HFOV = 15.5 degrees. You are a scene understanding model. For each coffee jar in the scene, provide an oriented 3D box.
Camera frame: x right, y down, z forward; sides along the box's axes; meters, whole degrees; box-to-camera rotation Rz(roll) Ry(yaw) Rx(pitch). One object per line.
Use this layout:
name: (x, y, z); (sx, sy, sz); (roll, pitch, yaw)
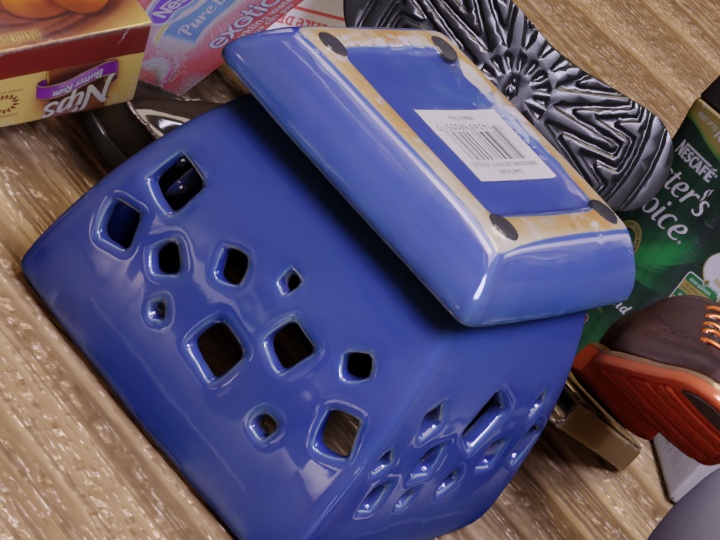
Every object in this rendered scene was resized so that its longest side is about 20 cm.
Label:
coffee jar: (0.193, -0.019, 1.514); (0.085, 0.200, 0.104); (34, 9, -31)

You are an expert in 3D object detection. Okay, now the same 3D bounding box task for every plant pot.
plant pot: (0.000, 0.000, 1.226); (0.200, 0.180, 0.200); (47, 24, 19)

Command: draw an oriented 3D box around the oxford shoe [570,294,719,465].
oxford shoe: (0.155, 0.042, 1.271); (0.071, 0.073, 0.200); (46, -5, -10)

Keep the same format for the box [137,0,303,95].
box: (-0.088, -0.174, 1.361); (0.094, 0.200, 0.103); (9, 55, -51)

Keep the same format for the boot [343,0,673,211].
boot: (0.071, -0.102, 1.478); (0.211, 0.080, 0.158); (38, 1, -10)

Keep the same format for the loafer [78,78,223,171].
loafer: (-0.061, -0.065, 1.389); (0.200, 0.071, 0.073); (22, 28, -38)

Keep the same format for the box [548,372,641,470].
box: (0.076, 0.030, 1.406); (0.164, 0.021, 0.200); (48, 4, 18)

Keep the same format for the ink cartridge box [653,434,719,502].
ink cartridge box: (0.225, 0.053, 1.560); (0.068, 0.115, 0.200); (32, 24, -21)

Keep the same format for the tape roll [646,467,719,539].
tape roll: (0.222, 0.175, 1.222); (0.200, 0.200, 0.066); (34, 24, -15)

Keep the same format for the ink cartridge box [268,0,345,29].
ink cartridge box: (-0.072, -0.173, 1.485); (0.200, 0.068, 0.116); (28, 13, 35)

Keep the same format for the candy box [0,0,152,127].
candy box: (-0.202, -0.158, 1.309); (0.116, 0.057, 0.200); (-15, 52, -31)
